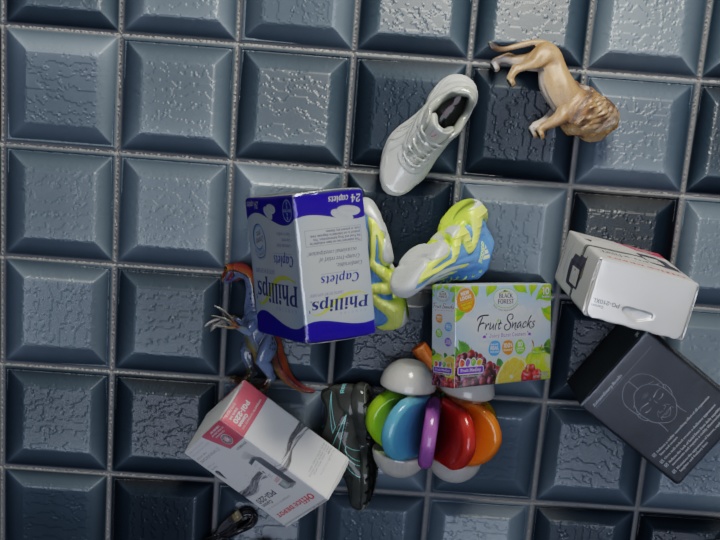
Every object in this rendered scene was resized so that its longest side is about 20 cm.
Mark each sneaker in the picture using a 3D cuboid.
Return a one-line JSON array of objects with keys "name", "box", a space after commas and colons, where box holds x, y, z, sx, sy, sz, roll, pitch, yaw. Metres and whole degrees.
[{"name": "sneaker", "box": [-0.017, 0.266, 1.630, 0.079, 0.075, 0.201, -1, 97, 14]}, {"name": "sneaker", "box": [0.000, 0.000, 1.551, 0.105, 0.076, 0.201, -15, 103, 3]}, {"name": "sneaker", "box": [0.130, -0.008, 1.526, 0.200, 0.076, 0.105, -46, 116, -24]}, {"name": "sneaker", "box": [0.092, -0.189, 1.503, 0.078, 0.099, 0.200, 33, 100, -7]}]

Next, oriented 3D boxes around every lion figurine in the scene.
[{"name": "lion figurine", "box": [0.274, -0.261, 1.505, 0.122, 0.072, 0.200, -31, 97, -1]}]

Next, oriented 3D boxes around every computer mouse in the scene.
[{"name": "computer mouse", "box": [-0.150, 0.465, 1.681, 0.200, 0.044, 0.110, 43, 94, -4]}]

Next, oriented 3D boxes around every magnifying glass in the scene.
[{"name": "magnifying glass", "box": [0.142, 0.195, 1.632, 0.079, 0.022, 0.200, -33, 100, 7]}]

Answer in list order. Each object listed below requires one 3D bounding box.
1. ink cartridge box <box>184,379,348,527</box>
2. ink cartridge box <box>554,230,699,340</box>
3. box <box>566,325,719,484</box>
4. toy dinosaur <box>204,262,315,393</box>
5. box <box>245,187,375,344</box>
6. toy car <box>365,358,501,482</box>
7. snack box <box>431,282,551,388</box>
[{"name": "ink cartridge box", "box": [-0.139, 0.275, 1.583, 0.200, 0.085, 0.146, 37, 139, -9]}, {"name": "ink cartridge box", "box": [0.369, 0.017, 1.501, 0.144, 0.200, 0.085, 14, 102, -4]}, {"name": "box", "box": [0.435, 0.188, 1.589, 0.200, 0.107, 0.149, 39, 100, -9]}, {"name": "toy dinosaur", "box": [-0.159, 0.083, 1.596, 0.199, 0.105, 0.182, 8, 94, -37]}, {"name": "box", "box": [-0.073, -0.009, 1.479, 0.105, 0.184, 0.201, -8, 96, -25]}, {"name": "toy car", "box": [0.108, 0.231, 1.552, 0.199, 0.150, 0.176, 6, 104, -5]}, {"name": "snack box", "box": [0.189, 0.089, 1.524, 0.199, 0.053, 0.143, -1, 90, -40]}]
